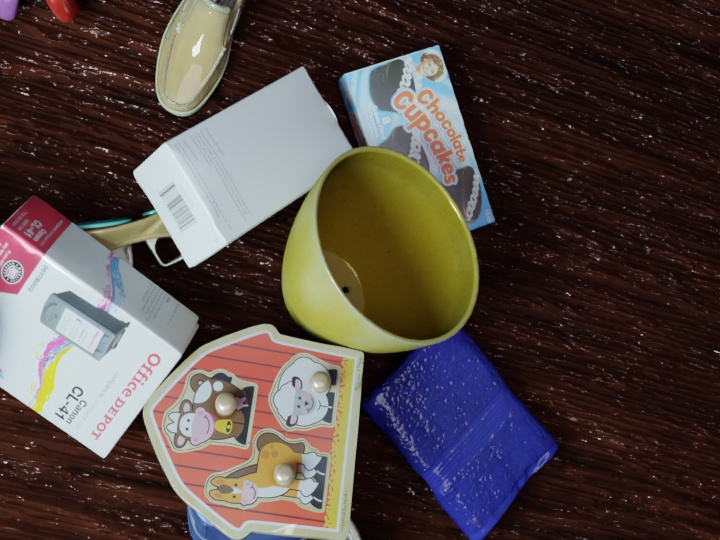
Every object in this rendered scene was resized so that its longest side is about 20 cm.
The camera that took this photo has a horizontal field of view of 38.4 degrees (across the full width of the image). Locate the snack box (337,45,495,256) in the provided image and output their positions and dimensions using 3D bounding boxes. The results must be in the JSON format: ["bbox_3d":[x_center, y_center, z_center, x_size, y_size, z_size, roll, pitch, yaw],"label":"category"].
[{"bbox_3d":[0.061,-0.130,1.124,0.114,0.037,0.204,-19,92,-16],"label":"snack box"}]

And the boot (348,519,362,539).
[{"bbox_3d":[-0.059,0.333,1.053,0.148,0.073,0.204,-21,98,-15],"label":"boot"}]

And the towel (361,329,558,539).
[{"bbox_3d":[0.106,0.169,1.120,0.147,0.049,0.201,-43,98,-20],"label":"towel"}]

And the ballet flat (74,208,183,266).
[{"bbox_3d":[-0.218,-0.030,1.027,0.196,0.069,0.064,-15,96,-15],"label":"ballet flat"}]

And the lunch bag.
[{"bbox_3d":[-0.101,0.181,1.005,0.133,0.133,0.204,3,67,-10],"label":"lunch bag"}]

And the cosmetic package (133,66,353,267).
[{"bbox_3d":[-0.109,-0.105,1.018,0.199,0.081,0.114,-35,96,-40],"label":"cosmetic package"}]

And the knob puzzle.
[{"bbox_3d":[-0.098,0.140,0.933,0.215,0.031,0.224,4,67,-9],"label":"knob puzzle"}]

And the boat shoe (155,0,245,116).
[{"bbox_3d":[-0.156,-0.257,1.050,0.071,0.076,0.204,19,83,-14],"label":"boat shoe"}]

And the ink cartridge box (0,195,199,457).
[{"bbox_3d":[-0.274,0.054,0.970,0.199,0.086,0.148,37,109,-9],"label":"ink cartridge box"}]

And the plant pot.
[{"bbox_3d":[0.000,0.000,1.032,0.197,0.141,0.204,17,59,-30],"label":"plant pot"}]

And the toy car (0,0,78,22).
[{"bbox_3d":[-0.317,-0.312,0.983,0.196,0.176,0.152,2,123,-15],"label":"toy car"}]
